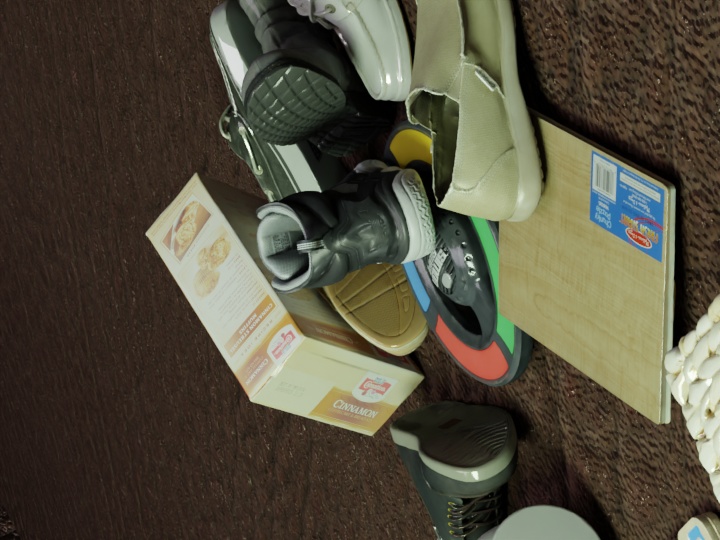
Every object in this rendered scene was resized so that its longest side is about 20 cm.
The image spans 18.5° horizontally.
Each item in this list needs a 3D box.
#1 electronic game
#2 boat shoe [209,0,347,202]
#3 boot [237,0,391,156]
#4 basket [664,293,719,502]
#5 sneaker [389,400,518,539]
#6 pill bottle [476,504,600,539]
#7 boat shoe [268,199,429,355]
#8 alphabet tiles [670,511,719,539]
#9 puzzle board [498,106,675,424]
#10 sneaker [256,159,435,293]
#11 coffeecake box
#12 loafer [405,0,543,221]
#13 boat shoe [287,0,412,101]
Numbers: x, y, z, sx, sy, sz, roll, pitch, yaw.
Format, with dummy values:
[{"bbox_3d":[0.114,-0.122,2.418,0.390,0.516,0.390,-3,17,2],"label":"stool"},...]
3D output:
[{"bbox_3d":[0.067,-0.013,1.567,0.200,0.041,0.201,54,156,38],"label":"electronic game"},{"bbox_3d":[-0.074,-0.109,1.683,0.201,0.063,0.071,63,-153,-19],"label":"boat shoe"},{"bbox_3d":[-0.057,-0.158,1.601,0.132,0.070,0.200,62,-169,16],"label":"boot"},{"bbox_3d":[0.256,0.051,0.878,0.198,0.199,0.161,115,137,-64],"label":"basket"},{"bbox_3d":[0.088,0.163,1.667,0.200,0.075,0.107,-158,44,-77],"label":"sneaker"},{"bbox_3d":[0.118,0.248,1.593,0.111,0.111,0.200,60,159,25],"label":"pill bottle"},{"bbox_3d":[0.000,0.000,1.742,0.200,0.074,0.069,54,175,38],"label":"boat shoe"},{"bbox_3d":[0.249,0.252,1.382,0.201,0.015,0.196,63,161,19],"label":"alphabet tiles"},{"bbox_3d":[0.140,-0.011,1.373,0.200,0.017,0.151,-144,48,-57],"label":"puzzle board"},{"bbox_3d":[-0.023,-0.032,1.577,0.200,0.113,0.076,-175,71,-76],"label":"sneaker"},{"bbox_3d":[-0.061,0.028,1.792,0.073,0.153,0.200,-49,51,17],"label":"coffeecake box"},{"bbox_3d":[0.061,-0.126,1.396,0.076,0.068,0.201,140,117,-66],"label":"loafer"},{"bbox_3d":[-0.025,-0.206,1.577,0.201,0.069,0.071,66,159,5],"label":"boat shoe"}]
